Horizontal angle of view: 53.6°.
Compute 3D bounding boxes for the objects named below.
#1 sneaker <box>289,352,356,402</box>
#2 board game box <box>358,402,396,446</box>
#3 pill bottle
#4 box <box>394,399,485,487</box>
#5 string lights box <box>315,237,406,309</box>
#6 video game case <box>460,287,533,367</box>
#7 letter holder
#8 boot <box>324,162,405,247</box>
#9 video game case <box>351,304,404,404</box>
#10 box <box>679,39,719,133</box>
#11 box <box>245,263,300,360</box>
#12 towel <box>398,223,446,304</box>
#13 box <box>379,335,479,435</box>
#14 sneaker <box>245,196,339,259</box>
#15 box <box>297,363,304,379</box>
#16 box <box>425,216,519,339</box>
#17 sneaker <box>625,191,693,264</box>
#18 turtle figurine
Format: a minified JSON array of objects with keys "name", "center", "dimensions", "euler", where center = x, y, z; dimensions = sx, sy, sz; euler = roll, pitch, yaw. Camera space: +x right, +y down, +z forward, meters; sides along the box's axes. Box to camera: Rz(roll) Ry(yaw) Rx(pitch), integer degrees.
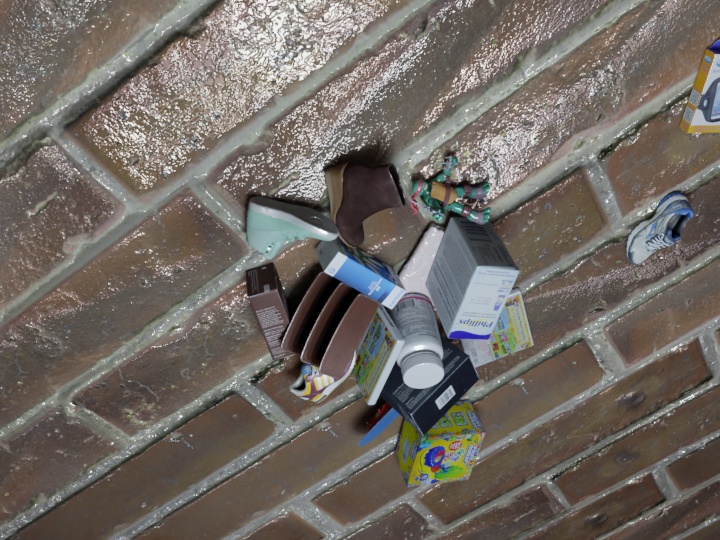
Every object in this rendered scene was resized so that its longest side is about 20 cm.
[{"name":"sneaker","center":[-0.090,0.239,1.709],"dimensions":[0.089,0.075,0.201],"euler":[22,117,-32]},{"name":"board game box","center":[0.057,0.388,1.905],"dimensions":[0.200,0.039,0.158],"euler":[-48,161,13]},{"name":"pill bottle","center":[0.131,0.164,1.660],"dimensions":[0.112,0.202,0.114],"euler":[-4,137,-4]},{"name":"box","center":[0.217,0.478,1.978],"dimensions":[0.190,0.123,0.202],"euler":[-2,126,-18]},{"name":"string lights box","center":[0.000,0.000,1.599],"dimensions":[0.199,0.103,0.059],"euler":[29,109,-29]},{"name":"video game case","center":[0.343,0.152,1.839],"dimensions":[0.180,0.023,0.201],"euler":[-21,126,3]},{"name":"letter holder","center":[-0.072,0.122,1.608],"dimensions":[0.142,0.100,0.202],"euler":[28,91,-47]},{"name":"boot","center":[0.017,-0.131,1.485],"dimensions":[0.165,0.072,0.202],"euler":[4,127,32]},{"name":"video game case","center":[0.024,0.179,1.678],"dimensions":[0.023,0.183,0.202],"euler":[3,126,-31]},{"name":"box","center":[0.775,-0.394,1.527],"dimensions":[0.117,0.042,0.202],"euler":[-3,128,-10]},{"name":"box","center":[-0.199,0.096,1.629],"dimensions":[0.074,0.101,0.202],"euler":[-14,127,-2]},{"name":"towel","center":[0.196,-0.004,1.687],"dimensions":[0.189,0.032,0.201],"euler":[17,121,-24]},{"name":"box","center":[0.150,0.256,1.726],"dimensions":[0.200,0.182,0.105],"euler":[-42,135,-12]},{"name":"sneaker","center":[-0.148,-0.074,1.513],"dimensions":[0.198,0.074,0.119],"euler":[18,119,2]},{"name":"box","center":[-0.094,0.213,1.768],"dimensions":[0.074,0.050,0.202],"euler":[10,123,-20]},{"name":"box","center":[0.241,0.019,1.577],"dimensions":[0.104,0.185,0.202],"euler":[5,127,-18]},{"name":"sneaker","center":[0.715,-0.088,1.707],"dimensions":[0.076,0.086,0.201],"euler":[17,121,-23]},{"name":"turtle figurine","center":[0.184,-0.167,1.528],"dimensions":[0.198,0.100,0.152],"euler":[13,81,-23]}]
